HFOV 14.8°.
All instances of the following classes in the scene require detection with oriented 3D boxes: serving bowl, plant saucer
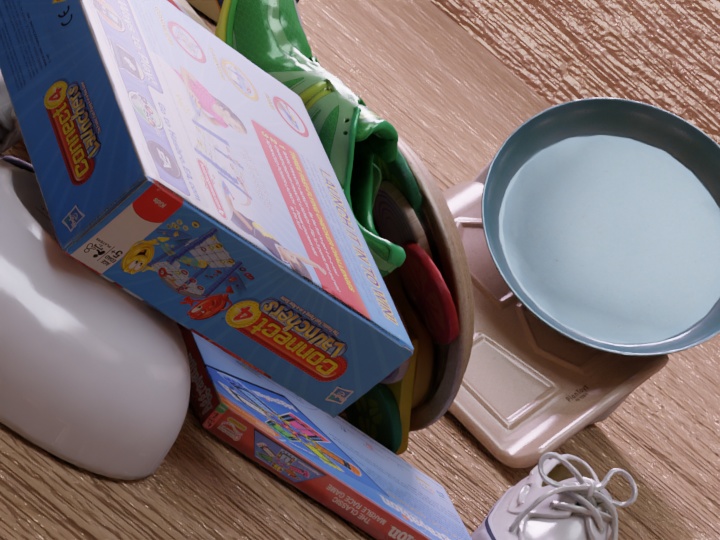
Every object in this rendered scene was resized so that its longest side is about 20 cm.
[{"bbox_3d":[-0.150,0.005,1.282,0.200,0.066,0.200,39,12,-10],"label":"serving bowl"},{"bbox_3d":[0.178,-0.026,1.900,0.200,0.200,0.027,44,-27,13],"label":"plant saucer"}]

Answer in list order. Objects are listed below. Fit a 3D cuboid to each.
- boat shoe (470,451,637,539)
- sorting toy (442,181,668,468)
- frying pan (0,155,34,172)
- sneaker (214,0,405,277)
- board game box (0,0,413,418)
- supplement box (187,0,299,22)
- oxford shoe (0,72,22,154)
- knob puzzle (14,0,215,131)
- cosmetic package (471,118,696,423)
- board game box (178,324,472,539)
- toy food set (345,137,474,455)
[{"bbox_3d":[0.120,0.144,1.601,0.075,0.086,0.202,42,11,1],"label":"boat shoe"},{"bbox_3d":[0.087,0.037,1.873,0.200,0.036,0.185,42,41,15],"label":"sorting toy"},{"bbox_3d":[-0.166,-0.037,1.463,0.115,0.031,0.190,34,12,-46],"label":"frying pan"},{"bbox_3d":[-0.022,-0.076,1.502,0.074,0.083,0.200,23,49,-67],"label":"sneaker"},{"bbox_3d":[-0.081,-0.049,1.342,0.196,0.056,0.200,35,22,-42],"label":"board game box"},{"bbox_3d":[-0.145,-0.328,2.369,0.200,0.134,0.200,32,14,-40],"label":"supplement box"},{"bbox_3d":[-0.195,-0.086,1.453,0.058,0.075,0.200,40,17,15],"label":"oxford shoe"},{"bbox_3d":[-0.088,-0.066,1.489,0.220,0.030,0.220,36,42,-41],"label":"knob puzzle"},{"bbox_3d":[0.153,0.004,2.039,0.165,0.165,0.200,44,13,13],"label":"cosmetic package"},{"bbox_3d":[-0.017,0.101,1.485,0.200,0.019,0.103,35,11,-28],"label":"board game box"},{"bbox_3d":[0.000,0.000,1.581,0.049,0.200,0.198,-17,40,-29],"label":"toy food set"}]
